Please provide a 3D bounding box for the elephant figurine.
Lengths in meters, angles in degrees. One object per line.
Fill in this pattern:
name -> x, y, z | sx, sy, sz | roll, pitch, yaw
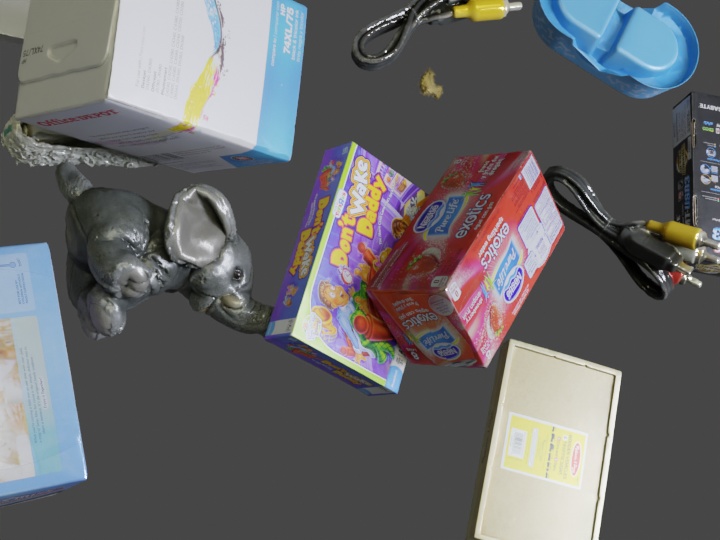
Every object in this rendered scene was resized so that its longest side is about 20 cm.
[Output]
elephant figurine -> -0.163, -0.012, 1.049 | 0.198, 0.156, 0.141 | -10, 31, -28

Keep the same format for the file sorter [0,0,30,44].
file sorter -> -0.298, -0.333, 1.105 | 0.138, 0.125, 0.202 | 11, 69, -11

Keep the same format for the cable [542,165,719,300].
cable -> 0.277, -0.041, 1.200 | 0.199, 0.098, 0.050 | 34, 55, 20

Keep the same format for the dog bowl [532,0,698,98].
dog bowl -> 0.279, -0.268, 1.277 | 0.199, 0.050, 0.112 | 31, 67, -4

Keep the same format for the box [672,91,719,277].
box -> 0.443, -0.084, 1.260 | 0.198, 0.050, 0.200 | 9, 72, -12

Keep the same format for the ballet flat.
ballet flat -> -0.239, -0.134, 1.088 | 0.198, 0.072, 0.072 | -9, 75, -18

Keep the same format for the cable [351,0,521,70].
cable -> 0.070, -0.285, 1.219 | 0.199, 0.050, 0.098 | -24, 74, -21

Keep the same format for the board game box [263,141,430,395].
board game box -> 0.000, 0.000, 1.089 | 0.134, 0.045, 0.202 | 31, 65, -32

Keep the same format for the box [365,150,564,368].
box -> 0.104, -0.013, 1.084 | 0.200, 0.095, 0.100 | -55, 128, -35

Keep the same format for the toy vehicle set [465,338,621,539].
toy vehicle set -> 0.181, 0.179, 1.116 | 0.123, 0.027, 0.202 | 17, 69, -9

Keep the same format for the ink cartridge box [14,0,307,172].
ink cartridge box -> -0.172, -0.182, 0.998 | 0.199, 0.146, 0.147 | 14, 79, -46

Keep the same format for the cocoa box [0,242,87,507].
cocoa box -> -0.316, 0.093, 0.936 | 0.132, 0.131, 0.202 | -7, 78, -30
